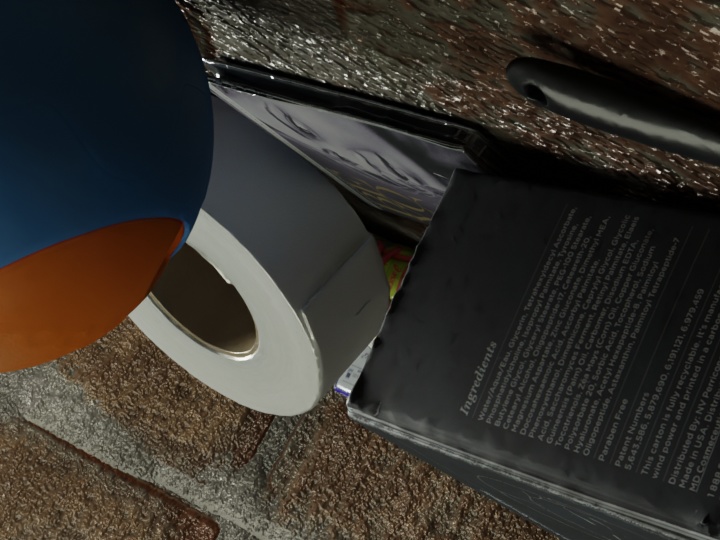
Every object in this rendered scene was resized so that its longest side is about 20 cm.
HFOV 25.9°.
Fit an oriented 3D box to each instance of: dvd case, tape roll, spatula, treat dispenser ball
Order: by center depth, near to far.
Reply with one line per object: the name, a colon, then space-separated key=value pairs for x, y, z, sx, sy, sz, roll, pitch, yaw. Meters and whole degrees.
spatula: x=0.133 y=-0.023 z=0.480 sx=0.199 sy=0.021 sz=0.057 roll=29 pitch=161 yaw=18
treat dispenser ball: x=-0.161 y=-0.058 z=0.648 sx=0.200 sy=0.201 sz=0.201 roll=28 pitch=173 yaw=3
dvd case: x=0.024 y=-0.048 z=0.768 sx=0.200 sy=0.016 sz=0.149 roll=22 pitch=171 yaw=46
tape roll: x=-0.080 y=-0.008 z=0.937 sx=0.202 sy=0.071 sz=0.203 roll=32 pitch=149 yaw=21

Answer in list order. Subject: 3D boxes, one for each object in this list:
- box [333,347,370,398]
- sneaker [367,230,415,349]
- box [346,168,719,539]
box: x=0.115 y=0.106 z=1.191 sx=0.200 sy=0.105 sz=0.184 roll=32 pitch=173 yaw=-32
sneaker: x=0.000 y=0.000 z=1.043 sx=0.199 sy=0.078 sz=0.090 roll=27 pitch=164 yaw=-24
box: x=0.139 y=0.065 z=0.644 sx=0.196 sy=0.124 sz=0.200 roll=13 pitch=164 yaw=46
